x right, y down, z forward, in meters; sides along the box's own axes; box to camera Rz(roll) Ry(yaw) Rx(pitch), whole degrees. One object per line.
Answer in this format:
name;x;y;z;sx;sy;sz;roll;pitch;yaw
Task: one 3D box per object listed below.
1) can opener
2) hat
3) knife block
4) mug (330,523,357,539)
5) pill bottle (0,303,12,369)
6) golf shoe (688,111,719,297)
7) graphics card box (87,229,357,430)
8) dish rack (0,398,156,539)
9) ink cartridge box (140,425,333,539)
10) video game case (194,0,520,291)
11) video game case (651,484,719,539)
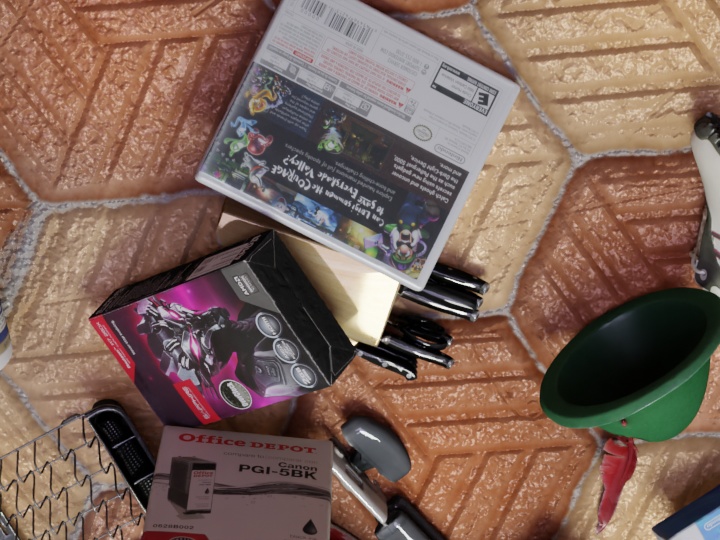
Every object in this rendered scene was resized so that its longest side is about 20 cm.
can opener;0.045;0.206;1.712;0.067;0.053;0.200;-39;106;15
hat;0.252;0.129;1.630;0.166;0.200;0.176;-37;110;-8
knife block;0.000;0.000;1.630;0.175;0.064;0.200;-24;108;9
mug;-0.087;0.308;1.711;0.177;0.133;0.200;31;105;-22
pill bottle;-0.353;-0.009;1.608;0.111;0.111;0.200;-10;110;5
golf shoe;0.295;-0.027;1.609;0.088;0.077;0.200;-21;108;18
graphics card box;-0.112;0.052;1.609;0.200;0.051;0.126;-19;111;41
dish rack;-0.254;0.208;1.713;0.200;0.055;0.154;-28;107;4
ink cartridge box;-0.097;0.211;1.585;0.147;0.200;0.083;5;118;-2
video game case;-0.001;-0.108;1.578;0.200;0.023;0.182;27;87;-9
video game case;0.372;0.241;1.687;0.200;0.045;0.181;-32;103;-4
